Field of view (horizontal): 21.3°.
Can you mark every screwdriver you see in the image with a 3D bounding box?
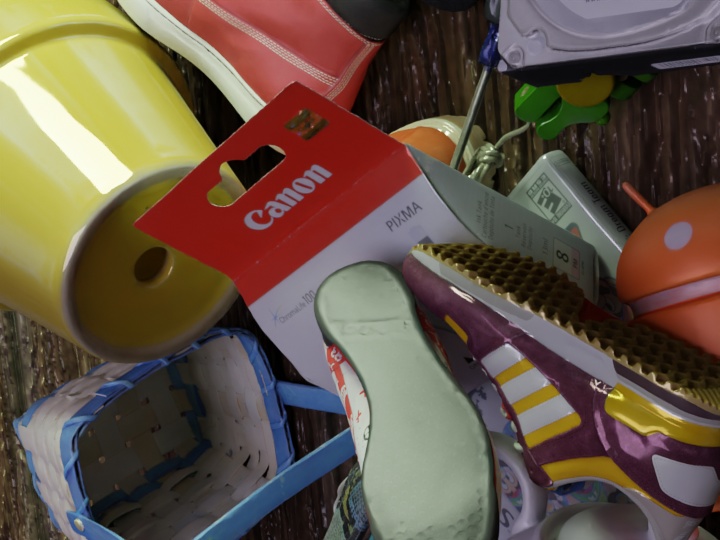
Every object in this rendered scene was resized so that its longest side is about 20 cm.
[{"bbox_3d":[0.062,-0.096,1.039,0.029,0.028,0.200,43,117,55],"label":"screwdriver"}]

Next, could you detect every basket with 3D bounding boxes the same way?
[{"bbox_3d":[-0.103,0.114,1.185,0.200,0.176,0.139,7,122,54],"label":"basket"}]

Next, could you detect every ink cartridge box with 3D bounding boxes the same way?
[{"bbox_3d":[0.000,0.000,1.022,0.163,0.200,0.057,-37,39,42],"label":"ink cartridge box"}]

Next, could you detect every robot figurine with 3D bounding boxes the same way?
[{"bbox_3d":[0.189,0.043,0.932,0.144,0.117,0.200,-20,81,49],"label":"robot figurine"}]

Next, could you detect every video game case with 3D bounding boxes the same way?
[{"bbox_3d":[0.109,0.063,1.077,0.182,0.024,0.200,52,130,16],"label":"video game case"}]

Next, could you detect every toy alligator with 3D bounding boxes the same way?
[{"bbox_3d":[0.122,-0.103,0.998,0.054,0.059,0.200,24,128,-14],"label":"toy alligator"}]

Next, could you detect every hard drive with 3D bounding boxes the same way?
[{"bbox_3d":[0.135,-0.194,0.917,0.140,0.038,0.200,-2,78,41],"label":"hard drive"}]

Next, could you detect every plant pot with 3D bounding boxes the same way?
[{"bbox_3d":[-0.165,-0.045,1.138,0.189,0.201,0.201,40,127,42],"label":"plant pot"}]

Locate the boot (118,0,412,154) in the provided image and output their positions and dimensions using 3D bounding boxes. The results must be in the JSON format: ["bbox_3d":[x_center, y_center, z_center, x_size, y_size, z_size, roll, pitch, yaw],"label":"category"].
[{"bbox_3d":[-0.062,-0.182,1.122,0.200,0.072,0.144,43,127,13],"label":"boot"}]

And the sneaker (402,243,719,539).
[{"bbox_3d":[0.086,0.055,0.906,0.200,0.075,0.090,32,113,40],"label":"sneaker"}]

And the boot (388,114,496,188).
[{"bbox_3d":[-0.027,-0.030,1.113,0.200,0.107,0.075,-28,86,44],"label":"boot"}]

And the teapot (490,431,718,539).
[{"bbox_3d":[0.134,0.184,0.988,0.197,0.200,0.146,-103,26,-63],"label":"teapot"}]

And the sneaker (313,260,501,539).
[{"bbox_3d":[0.034,0.096,0.948,0.108,0.067,0.201,67,-178,-47],"label":"sneaker"}]

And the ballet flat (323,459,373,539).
[{"bbox_3d":[-0.004,0.181,1.195,0.074,0.074,0.200,44,126,22],"label":"ballet flat"}]

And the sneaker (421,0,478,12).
[{"bbox_3d":[0.057,-0.233,1.012,0.074,0.088,0.200,23,141,27],"label":"sneaker"}]
